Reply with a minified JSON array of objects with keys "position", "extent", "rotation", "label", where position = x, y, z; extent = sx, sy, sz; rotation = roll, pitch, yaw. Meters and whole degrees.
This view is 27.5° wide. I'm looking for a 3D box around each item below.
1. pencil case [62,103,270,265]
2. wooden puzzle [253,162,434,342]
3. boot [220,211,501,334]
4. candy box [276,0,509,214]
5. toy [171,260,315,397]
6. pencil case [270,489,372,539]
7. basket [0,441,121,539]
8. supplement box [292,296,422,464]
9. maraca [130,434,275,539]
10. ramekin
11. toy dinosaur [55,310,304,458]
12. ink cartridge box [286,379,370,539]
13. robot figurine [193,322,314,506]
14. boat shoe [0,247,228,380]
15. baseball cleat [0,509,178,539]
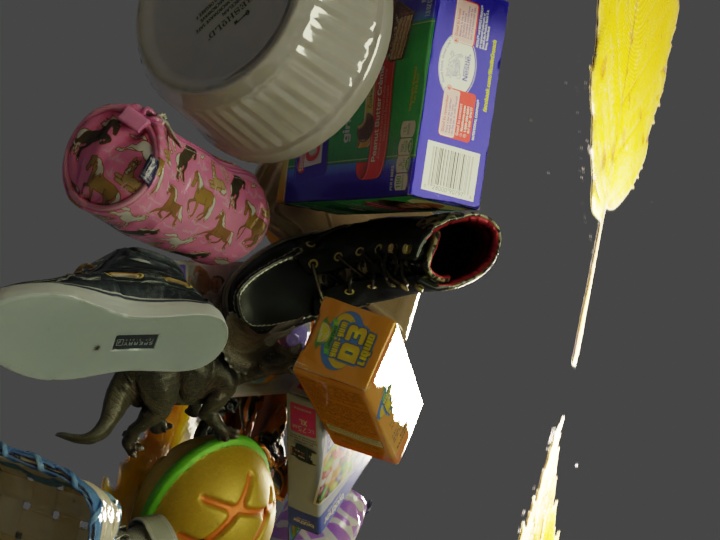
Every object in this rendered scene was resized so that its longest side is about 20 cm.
[{"position":[-0.144,-0.062,1.131],"extent":[0.200,0.086,0.083],"rotation":[31,54,-65],"label":"pencil case"},{"position":[-0.019,-0.044,1.347],"extent":[0.200,0.046,0.186],"rotation":[42,34,-16],"label":"wooden puzzle"},{"position":[0.000,-0.002,1.187],"extent":[0.203,0.154,0.074],"rotation":[-20,98,-26],"label":"boot"},{"position":[0.022,-0.133,1.195],"extent":[0.077,0.200,0.170],"rotation":[12,84,-31],"label":"candy box"},{"position":[-0.091,0.050,1.247],"extent":[0.199,0.047,0.116],"rotation":[1,89,-45],"label":"toy"},{"position":[-0.061,0.294,1.427],"extent":[0.086,0.084,0.201],"rotation":[-48,-166,55],"label":"pencil case"},{"position":[-0.234,0.170,0.880],"extent":[0.200,0.175,0.140],"rotation":[45,61,-73],"label":"basket"},{"position":[0.002,0.094,1.198],"extent":[0.200,0.068,0.067],"rotation":[66,45,-64],"label":"supplement box"},{"position":[-0.130,0.220,1.216],"extent":[0.137,0.107,0.201],"rotation":[-20,131,-34],"label":"maraca"},{"position":[-0.081,-0.191,1.114],"extent":[0.094,0.201,0.204],"rotation":[24,74,-53],"label":"ramekin"},{"position":[-0.145,0.085,1.148],"extent":[0.199,0.077,0.103],"rotation":[-7,115,-21],"label":"toy dinosaur"},{"position":[-0.025,0.152,1.345],"extent":[0.119,0.042,0.201],"rotation":[-52,155,-45],"label":"ink cartridge box"},{"position":[-0.088,0.123,1.336],"extent":[0.145,0.058,0.201],"rotation":[38,61,-57],"label":"robot figurine"},{"position":[-0.198,0.027,1.063],"extent":[0.199,0.091,0.071],"rotation":[7,118,-41],"label":"boat shoe"},{"position":[-0.195,0.203,1.078],"extent":[0.106,0.070,0.200],"rotation":[-37,151,-10],"label":"baseball cleat"}]
